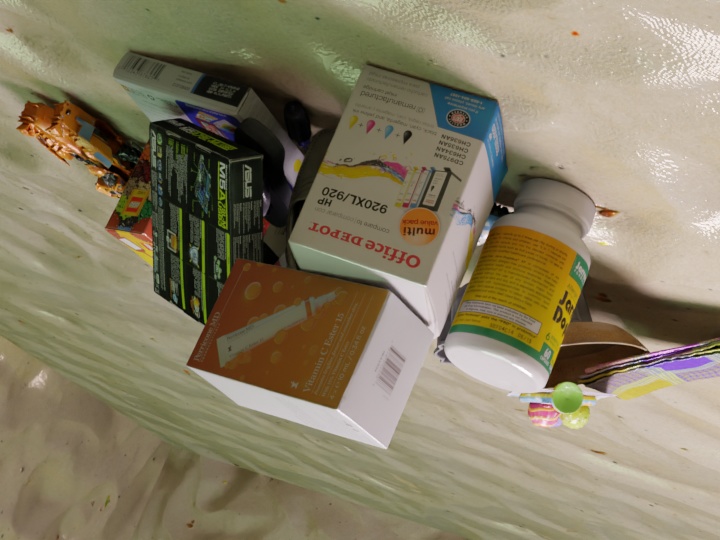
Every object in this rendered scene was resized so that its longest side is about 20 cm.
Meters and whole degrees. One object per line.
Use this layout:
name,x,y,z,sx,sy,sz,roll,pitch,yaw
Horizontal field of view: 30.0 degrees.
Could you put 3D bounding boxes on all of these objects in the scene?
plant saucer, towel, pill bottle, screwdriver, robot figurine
plant saucer,0.238,0.097,1.572,0.198,0.036,0.200,-5,161,-2
towel,0.369,0.117,1.573,0.198,0.023,0.143,-16,158,30
pill bottle,0.170,0.013,1.377,0.112,0.202,0.113,21,162,7
screwdriver,-0.063,-0.138,1.532,0.029,0.028,0.200,50,171,17
robot figurine,-0.355,-0.156,1.794,0.144,0.059,0.200,7,155,45

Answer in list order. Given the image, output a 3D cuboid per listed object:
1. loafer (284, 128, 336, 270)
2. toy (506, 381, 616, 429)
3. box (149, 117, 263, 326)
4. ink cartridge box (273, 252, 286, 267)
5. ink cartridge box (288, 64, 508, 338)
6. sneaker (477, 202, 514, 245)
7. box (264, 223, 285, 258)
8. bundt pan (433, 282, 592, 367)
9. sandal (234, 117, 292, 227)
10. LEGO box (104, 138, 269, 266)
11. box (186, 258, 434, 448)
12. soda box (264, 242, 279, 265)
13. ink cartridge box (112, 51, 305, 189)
loafer,-0.042,-0.066,1.431,0.069,0.202,0.070,1,156,9
toy,0.237,0.166,1.613,0.114,0.048,0.200,5,169,3
box,-0.166,-0.046,1.438,0.047,0.202,0.192,-12,-158,-34
ink cartridge box,0.000,0.000,1.542,0.146,0.200,0.083,34,-165,-32
ink cartridge box,0.040,-0.065,1.317,0.146,0.202,0.145,18,162,15
sneaker,0.085,-0.043,1.449,0.197,0.073,0.072,0,-164,-13
box,-0.011,-0.012,1.688,0.127,0.110,0.200,4,153,48
bundt pan,0.182,0.056,1.611,0.199,0.077,0.202,-5,161,-2
sandal,-0.113,-0.100,1.448,0.076,0.043,0.201,37,164,17
LEGO box,-0.212,-0.065,1.724,0.077,0.150,0.200,9,158,38
box,-0.049,0.077,1.303,0.198,0.125,0.097,11,159,38
soda box,-0.117,0.028,1.641,0.063,0.071,0.200,16,162,27
ink cartridge box,-0.158,-0.156,1.529,0.196,0.047,0.200,19,162,33
